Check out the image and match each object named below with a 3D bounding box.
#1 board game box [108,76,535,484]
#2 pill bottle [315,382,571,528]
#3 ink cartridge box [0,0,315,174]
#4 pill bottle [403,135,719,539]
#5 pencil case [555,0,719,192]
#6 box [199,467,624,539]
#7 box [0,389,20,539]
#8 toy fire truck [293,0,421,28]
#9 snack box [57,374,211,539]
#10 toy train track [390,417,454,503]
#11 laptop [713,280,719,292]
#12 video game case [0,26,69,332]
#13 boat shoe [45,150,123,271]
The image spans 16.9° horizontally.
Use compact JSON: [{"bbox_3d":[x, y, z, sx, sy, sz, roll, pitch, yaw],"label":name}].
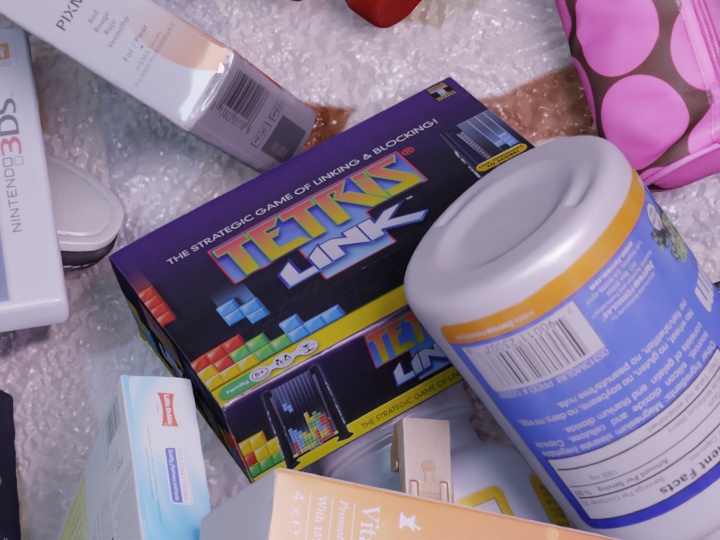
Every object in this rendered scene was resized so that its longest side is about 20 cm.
[{"bbox_3d":[0.000,0.000,1.146,0.199,0.057,0.165,-29,34,-11],"label":"board game box"},{"bbox_3d":[0.053,0.152,1.139,0.112,0.112,0.201,-27,74,3],"label":"pill bottle"},{"bbox_3d":[-0.128,-0.124,1.209,0.200,0.162,0.050,35,92,15],"label":"ink cartridge box"},{"bbox_3d":[0.116,0.050,1.045,0.112,0.112,0.200,-38,112,0],"label":"pill bottle"},{"bbox_3d":[0.140,-0.142,1.188,0.090,0.094,0.201,-19,85,-14],"label":"pencil case"},{"bbox_3d":[0.034,0.168,0.988,0.199,0.097,0.125,13,68,-18],"label":"box"},{"bbox_3d":[-0.241,0.145,1.147,0.117,0.200,0.198,-8,76,9],"label":"box"},{"bbox_3d":[0.006,-0.227,1.205,0.112,0.168,0.200,37,86,16],"label":"toy fire truck"},{"bbox_3d":[-0.113,0.157,1.116,0.037,0.201,0.117,6,45,-20],"label":"snack box"},{"bbox_3d":[0.028,0.166,1.062,0.114,0.033,0.201,4,71,-20],"label":"toy train track"},{"bbox_3d":[0.201,0.111,1.121,0.186,0.201,0.116,-20,37,5],"label":"laptop"},{"bbox_3d":[-0.254,-0.037,1.204,0.199,0.023,0.183,-9,54,-7],"label":"video game case"},{"bbox_3d":[-0.219,-0.030,1.257,0.199,0.061,0.074,12,37,7],"label":"boat shoe"}]
